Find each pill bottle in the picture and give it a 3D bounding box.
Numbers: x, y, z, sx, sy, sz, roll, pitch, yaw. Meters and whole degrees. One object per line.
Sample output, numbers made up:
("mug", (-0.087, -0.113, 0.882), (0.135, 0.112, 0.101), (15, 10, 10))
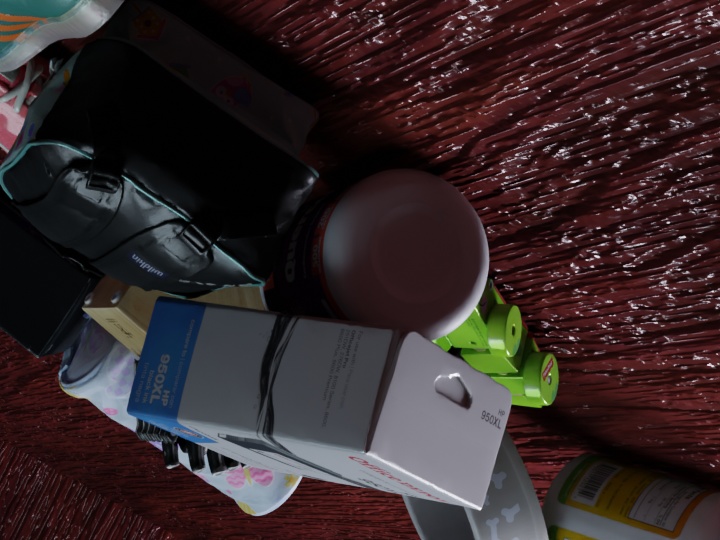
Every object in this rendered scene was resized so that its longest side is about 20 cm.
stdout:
("pill bottle", (0.000, 0.000, 1.457), (0.112, 0.113, 0.200), (31, 164, -15))
("pill bottle", (0.254, 0.227, 1.783), (0.199, 0.112, 0.111), (15, 161, 37))

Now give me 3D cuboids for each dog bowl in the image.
("dog bowl", (0.087, 0.189, 1.840), (0.201, 0.058, 0.201), (57, 160, 32))

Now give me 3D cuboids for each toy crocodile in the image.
("toy crocodile", (0.095, 0.049, 1.574), (0.067, 0.062, 0.200), (0, 150, 27))

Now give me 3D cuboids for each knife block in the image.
("knife block", (-0.100, 0.040, 1.555), (0.175, 0.201, 0.064), (41, 160, -24))

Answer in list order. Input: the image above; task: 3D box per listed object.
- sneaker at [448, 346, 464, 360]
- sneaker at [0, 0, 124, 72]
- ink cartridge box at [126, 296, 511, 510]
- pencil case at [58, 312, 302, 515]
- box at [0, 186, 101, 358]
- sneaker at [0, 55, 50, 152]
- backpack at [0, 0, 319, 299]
("sneaker", (0.039, 0.061, 1.666), (0.086, 0.074, 0.200), (24, 165, 14))
("sneaker", (-0.207, -0.177, 1.316), (0.080, 0.072, 0.200), (38, 156, -23))
("ink cartridge box", (-0.026, 0.084, 1.395), (0.199, 0.085, 0.144), (6, 165, 38))
("pencil case", (-0.129, 0.103, 1.623), (0.200, 0.091, 0.083), (35, -155, -23))
("box", (-0.251, -0.009, 1.689), (0.141, 0.079, 0.200), (39, -172, 7))
("sneaker", (-0.239, -0.120, 1.506), (0.199, 0.074, 0.087), (26, 163, 2))
("backpack", (-0.130, -0.068, 1.372), (0.175, 0.154, 0.200), (30, 156, -15))
